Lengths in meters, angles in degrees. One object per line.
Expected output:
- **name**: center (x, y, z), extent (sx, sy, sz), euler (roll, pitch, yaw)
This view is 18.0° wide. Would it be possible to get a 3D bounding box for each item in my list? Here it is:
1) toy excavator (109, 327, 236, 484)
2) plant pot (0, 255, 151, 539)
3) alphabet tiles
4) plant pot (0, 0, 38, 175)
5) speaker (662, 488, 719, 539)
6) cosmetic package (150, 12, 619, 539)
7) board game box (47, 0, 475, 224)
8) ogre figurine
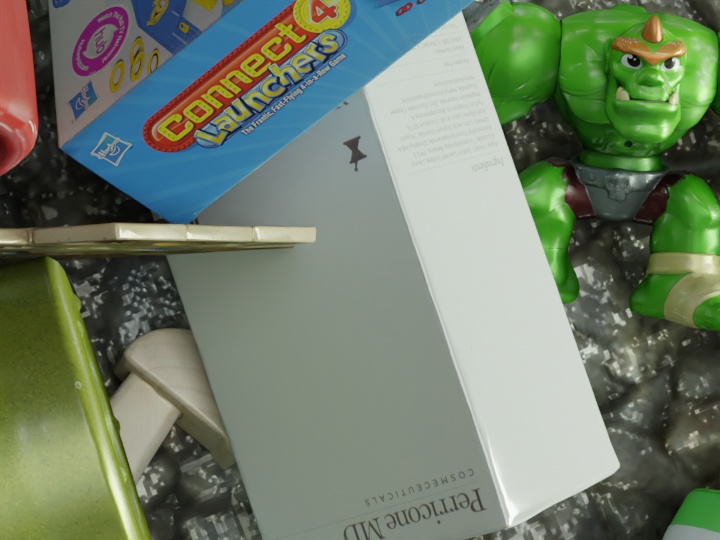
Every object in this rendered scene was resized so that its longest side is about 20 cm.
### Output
- **toy excavator**: center (-0.096, 0.142, 0.809), extent (0.194, 0.100, 0.201), euler (-25, 84, -17)
- **plant pot**: center (-0.167, 0.084, 0.716), extent (0.192, 0.200, 0.201), euler (-18, 91, -6)
- **alphabet tiles**: center (-0.123, -0.008, 0.742), extent (0.166, 0.199, 0.006), euler (0, 88, -55)
- **plant pot**: center (-0.198, -0.112, 0.654), extent (0.199, 0.200, 0.184), euler (-3, 81, -16)
- **speaker**: center (0.135, 0.190, 0.867), extent (0.088, 0.088, 0.201), euler (18, 81, -13)
- **cosmetic package**: center (0.000, 0.000, 0.809), extent (0.081, 0.113, 0.201), euler (-14, 83, -53)
- **board game box**: center (-0.018, -0.148, 0.740), extent (0.056, 0.196, 0.201), euler (33, 32, -38)
- **ogre figurine**: center (0.098, -0.042, 0.873), extent (0.199, 0.098, 0.121), euler (6, 97, 18)
